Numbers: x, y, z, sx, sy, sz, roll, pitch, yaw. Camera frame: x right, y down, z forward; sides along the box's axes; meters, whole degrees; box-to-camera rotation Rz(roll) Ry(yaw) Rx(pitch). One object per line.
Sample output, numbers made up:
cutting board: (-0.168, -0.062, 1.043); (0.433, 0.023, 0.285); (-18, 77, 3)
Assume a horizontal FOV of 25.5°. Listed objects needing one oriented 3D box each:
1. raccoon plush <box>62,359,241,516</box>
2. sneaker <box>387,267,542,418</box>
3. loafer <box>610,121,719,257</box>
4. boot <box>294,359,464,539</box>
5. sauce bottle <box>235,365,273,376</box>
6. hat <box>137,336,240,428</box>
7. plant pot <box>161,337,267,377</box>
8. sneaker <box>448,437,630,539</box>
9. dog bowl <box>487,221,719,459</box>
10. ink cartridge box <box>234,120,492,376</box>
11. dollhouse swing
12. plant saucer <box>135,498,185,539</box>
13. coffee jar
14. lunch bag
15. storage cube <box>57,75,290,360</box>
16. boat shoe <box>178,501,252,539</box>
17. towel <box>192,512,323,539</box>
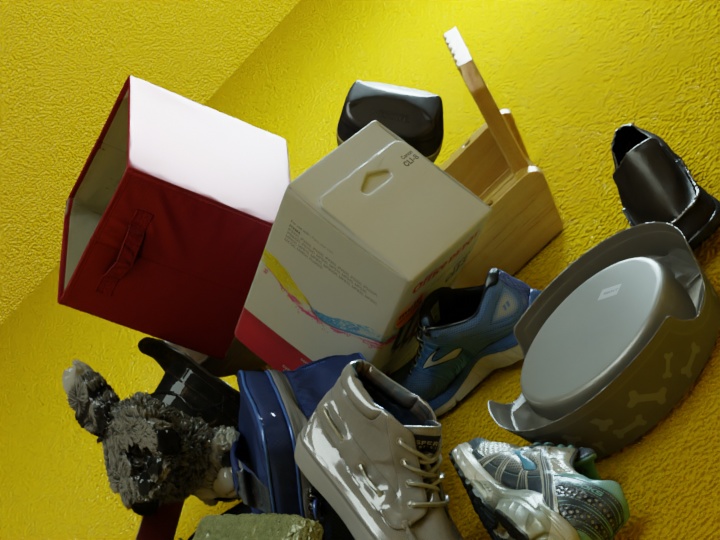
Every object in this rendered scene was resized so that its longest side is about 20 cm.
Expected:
raccoon plush: (-0.173, 0.142, 1.479); (0.097, 0.133, 0.201); (-54, 55, 31)
sneaker: (0.078, 0.058, 1.394); (0.200, 0.089, 0.079); (-41, 18, 35)
loafer: (0.239, -0.066, 1.310); (0.073, 0.071, 0.200); (-43, 18, 12)
boot: (0.034, 0.154, 1.150); (0.073, 0.200, 0.096); (-5, -48, -52)
sauce bottle: (-0.074, 0.081, 1.744); (0.199, 0.065, 0.065); (-28, 26, 50)
hat: (-0.151, 0.151, 1.560); (0.081, 0.200, 0.200); (-58, 20, -16)
plant pot: (-0.121, 0.039, 1.693); (0.201, 0.092, 0.202); (-43, 30, 32)
sneaker: (0.130, 0.160, 1.128); (0.086, 0.078, 0.200); (-31, 19, -8)
dog bowl: (0.187, 0.058, 1.198); (0.200, 0.059, 0.201); (-41, 19, 18)
ink cartridge box: (0.000, 0.000, 1.446); (0.145, 0.144, 0.201); (-40, -19, -43)
dollhouse swing: (0.092, -0.101, 1.557); (0.182, 0.176, 0.200); (-43, 20, 13)
plant saucer: (-0.210, 0.298, 1.523); (0.200, 0.036, 0.202); (-85, 12, -69)
coffee jar: (0.023, -0.085, 1.543); (0.086, 0.103, 0.202); (-73, -8, -51)
lunch bag: (-0.042, 0.160, 1.317); (0.131, 0.138, 0.200); (-9, 14, -9)
storage cube: (-0.180, -0.049, 1.553); (0.172, 0.178, 0.201); (-57, 25, 29)
boat shoe: (-0.113, 0.251, 1.443); (0.200, 0.084, 0.069); (-46, 8, 12)
towel: (-0.102, 0.253, 1.203); (0.199, 0.036, 0.150); (-20, 42, 57)
